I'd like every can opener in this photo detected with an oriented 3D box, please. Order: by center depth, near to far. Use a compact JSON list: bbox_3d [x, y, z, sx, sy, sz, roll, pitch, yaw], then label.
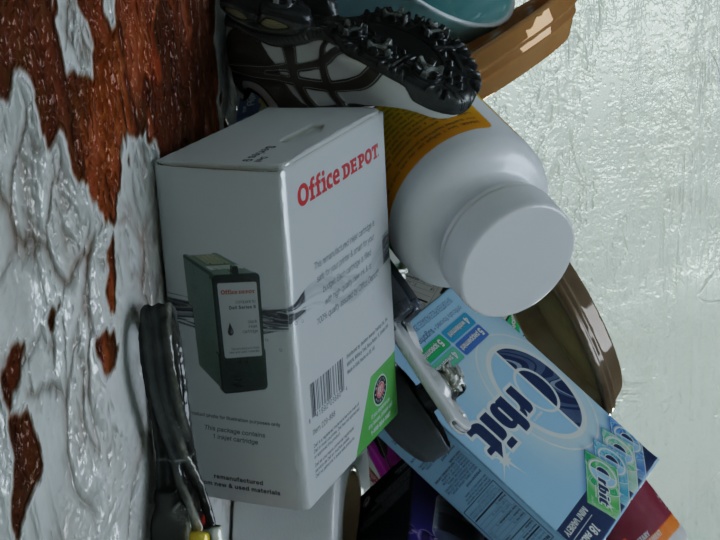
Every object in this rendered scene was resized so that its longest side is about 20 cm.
[{"bbox_3d":[0.008,0.028,1.020,0.201,0.066,0.053,60,10,9],"label":"can opener"}]

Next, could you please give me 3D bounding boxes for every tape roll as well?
[{"bbox_3d":[-0.038,0.190,1.125,0.202,0.070,0.204,-1,90,-82],"label":"tape roll"}]

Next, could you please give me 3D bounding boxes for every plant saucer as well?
[{"bbox_3d":[0.086,-0.156,1.227,0.038,0.199,0.200,57,14,-9],"label":"plant saucer"},{"bbox_3d":[0.155,0.031,1.281,0.201,0.029,0.200,60,-7,12],"label":"plant saucer"}]

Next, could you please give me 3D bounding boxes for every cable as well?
[{"bbox_3d":[-0.085,0.113,0.843,0.097,0.050,0.202,-48,138,-80],"label":"cable"}]

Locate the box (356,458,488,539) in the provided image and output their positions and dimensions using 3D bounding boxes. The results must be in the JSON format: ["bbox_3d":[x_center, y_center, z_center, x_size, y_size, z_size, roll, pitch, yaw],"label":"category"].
[{"bbox_3d":[0.093,0.235,1.098,0.079,0.199,0.142,-45,-158,36],"label":"box"}]

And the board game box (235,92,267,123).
[{"bbox_3d":[-0.046,-0.048,1.097,0.136,0.034,0.201,54,33,-52],"label":"board game box"}]

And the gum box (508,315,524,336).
[{"bbox_3d":[0.071,0.067,1.460,0.045,0.198,0.171,-64,152,-72],"label":"gum box"}]

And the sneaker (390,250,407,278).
[{"bbox_3d":[0.000,0.000,1.175,0.070,0.080,0.202,15,77,-40],"label":"sneaker"}]

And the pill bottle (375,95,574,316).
[{"bbox_3d":[0.053,-0.060,1.031,0.200,0.110,0.112,52,-23,45],"label":"pill bottle"}]

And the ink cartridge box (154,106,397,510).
[{"bbox_3d":[-0.043,0.015,0.926,0.146,0.083,0.202,-37,128,-60],"label":"ink cartridge box"}]

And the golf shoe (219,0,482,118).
[{"bbox_3d":[-0.007,-0.121,0.997,0.077,0.199,0.095,-21,128,-42],"label":"golf shoe"}]

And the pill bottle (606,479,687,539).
[{"bbox_3d":[0.155,0.165,1.250,0.200,0.114,0.114,52,3,8],"label":"pill bottle"}]

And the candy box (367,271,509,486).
[{"bbox_3d":[0.046,0.065,1.285,0.201,0.061,0.137,-57,150,-25],"label":"candy box"}]

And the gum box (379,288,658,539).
[{"bbox_3d":[0.101,0.111,1.119,0.045,0.200,0.170,-52,171,30],"label":"gum box"}]

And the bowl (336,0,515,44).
[{"bbox_3d":[0.011,-0.230,1.214,0.105,0.200,0.202,-42,-156,33],"label":"bowl"}]
